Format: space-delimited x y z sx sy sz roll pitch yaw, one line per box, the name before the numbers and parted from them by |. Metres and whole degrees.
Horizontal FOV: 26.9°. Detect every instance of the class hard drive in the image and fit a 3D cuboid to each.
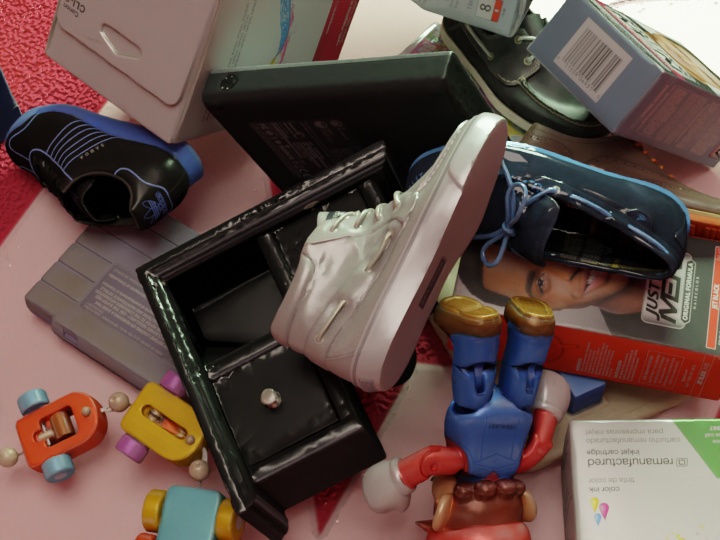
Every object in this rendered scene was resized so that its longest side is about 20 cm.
hard drive | 0.003 -0.102 1.100 0.199 0.140 0.033 1 61 30

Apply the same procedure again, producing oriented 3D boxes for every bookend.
bookend | -0.024 0.050 1.050 0.198 0.092 0.200 -27 65 3

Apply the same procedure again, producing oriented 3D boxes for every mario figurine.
mario figurine | 0.073 0.114 1.033 0.123 0.106 0.201 11 104 14

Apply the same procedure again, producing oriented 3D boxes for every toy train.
toy train | -0.163 0.157 1.079 0.150 0.056 0.200 -31 66 1

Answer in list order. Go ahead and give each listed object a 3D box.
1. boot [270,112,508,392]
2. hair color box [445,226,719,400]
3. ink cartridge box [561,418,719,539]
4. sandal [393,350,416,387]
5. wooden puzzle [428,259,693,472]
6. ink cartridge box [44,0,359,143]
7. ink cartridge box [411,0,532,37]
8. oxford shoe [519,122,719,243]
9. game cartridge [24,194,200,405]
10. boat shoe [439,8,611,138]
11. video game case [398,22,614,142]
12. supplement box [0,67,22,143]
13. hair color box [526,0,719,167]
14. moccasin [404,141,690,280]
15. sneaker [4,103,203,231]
boot | 0.016 -0.027 0.981 0.095 0.074 0.200 24 77 20
hair color box | 0.168 0.020 1.081 0.199 0.061 0.102 10 56 6
ink cartridge box | 0.213 0.206 1.004 0.144 0.084 0.201 -1 59 3
sandal | 0.000 0.000 1.147 0.075 0.045 0.200 -6 48 -18
wooden puzzle | 0.167 0.032 1.133 0.200 0.046 0.186 -25 61 -11
ink cartridge box | -0.119 -0.210 1.191 0.145 0.145 0.200 35 32 20
ink cartridge box | 0.053 -0.268 1.222 0.199 0.050 0.162 16 40 11
oxford shoe | 0.208 -0.063 1.112 0.199 0.071 0.073 15 71 9
game cartridge | -0.146 0.032 1.162 0.200 0.038 0.130 30 69 20
boat shoe | 0.133 -0.172 1.218 0.072 0.068 0.200 -19 53 -28
video game case | 0.110 -0.127 1.228 0.200 0.018 0.143 28 48 18
supplement box | -0.400 -0.164 1.250 0.200 0.109 0.110 29 65 19
hair color box | 0.220 -0.143 1.152 0.061 0.200 0.099 -50 62 19
moccasin | 0.128 -0.041 1.034 0.199 0.081 0.068 7 43 6
sneaker | -0.219 -0.078 1.181 0.200 0.070 0.078 10 46 36
